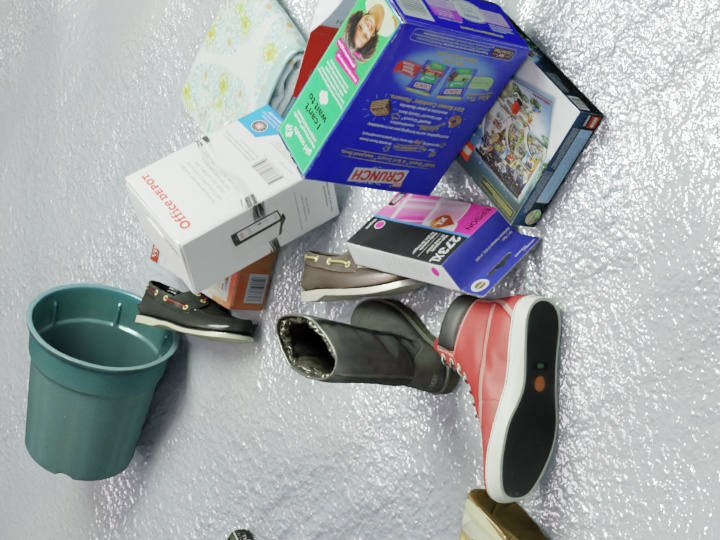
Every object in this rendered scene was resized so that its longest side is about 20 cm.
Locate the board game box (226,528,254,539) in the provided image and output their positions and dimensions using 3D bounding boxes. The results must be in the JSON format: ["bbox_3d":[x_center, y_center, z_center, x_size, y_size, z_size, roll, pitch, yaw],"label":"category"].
[{"bbox_3d":[-0.136,0.433,1.826,0.136,0.028,0.201,-55,50,33],"label":"board game box"}]

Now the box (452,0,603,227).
[{"bbox_3d":[0.143,-0.160,1.524,0.201,0.037,0.137,54,127,36],"label":"box"}]

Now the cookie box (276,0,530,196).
[{"bbox_3d":[0.040,-0.175,1.487,0.201,0.170,0.076,-55,48,32],"label":"cookie box"}]

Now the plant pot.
[{"bbox_3d":[-0.353,0.154,1.989,0.200,0.198,0.198,42,126,42],"label":"plant pot"}]

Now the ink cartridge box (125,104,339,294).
[{"bbox_3d":[-0.147,-0.084,1.732,0.146,0.198,0.085,46,158,40],"label":"ink cartridge box"}]

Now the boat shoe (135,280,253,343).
[{"bbox_3d":[-0.206,0.052,1.896,0.200,0.073,0.064,11,85,44],"label":"boat shoe"}]

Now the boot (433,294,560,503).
[{"bbox_3d":[0.124,0.125,1.509,0.143,0.072,0.203,-1,79,50],"label":"boot"}]

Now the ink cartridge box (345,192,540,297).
[{"bbox_3d":[0.081,-0.030,1.551,0.199,0.095,0.037,17,142,47],"label":"ink cartridge box"}]

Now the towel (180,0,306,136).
[{"bbox_3d":[-0.144,-0.241,1.861,0.172,0.048,0.201,56,127,35],"label":"towel"}]

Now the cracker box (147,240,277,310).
[{"bbox_3d":[-0.180,-0.047,1.885,0.199,0.057,0.136,29,108,46],"label":"cracker box"}]

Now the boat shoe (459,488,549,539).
[{"bbox_3d":[0.159,0.294,1.460,0.200,0.073,0.067,52,129,50],"label":"boat shoe"}]

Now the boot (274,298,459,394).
[{"bbox_3d":[-0.012,0.073,1.569,0.181,0.198,0.074,28,108,46],"label":"boot"}]

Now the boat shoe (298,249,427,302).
[{"bbox_3d":[0.000,0.000,1.661,0.199,0.071,0.060,-8,84,55],"label":"boat shoe"}]

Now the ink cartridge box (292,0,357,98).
[{"bbox_3d":[0.029,-0.258,1.571,0.047,0.159,0.202,38,116,45],"label":"ink cartridge box"}]
